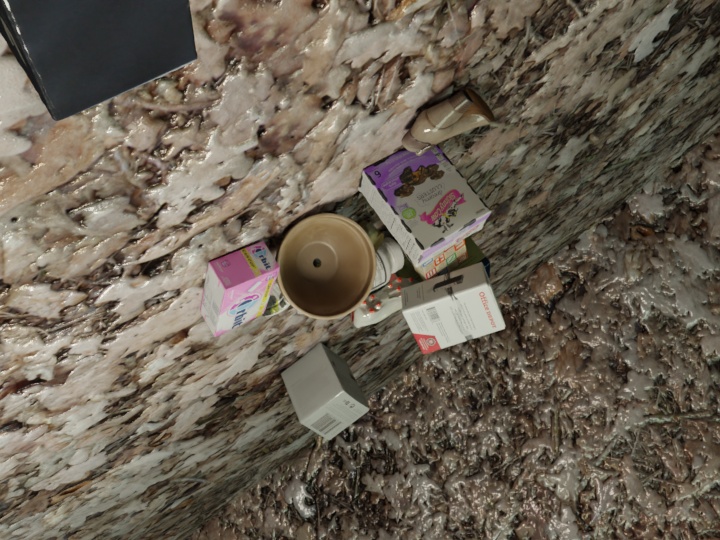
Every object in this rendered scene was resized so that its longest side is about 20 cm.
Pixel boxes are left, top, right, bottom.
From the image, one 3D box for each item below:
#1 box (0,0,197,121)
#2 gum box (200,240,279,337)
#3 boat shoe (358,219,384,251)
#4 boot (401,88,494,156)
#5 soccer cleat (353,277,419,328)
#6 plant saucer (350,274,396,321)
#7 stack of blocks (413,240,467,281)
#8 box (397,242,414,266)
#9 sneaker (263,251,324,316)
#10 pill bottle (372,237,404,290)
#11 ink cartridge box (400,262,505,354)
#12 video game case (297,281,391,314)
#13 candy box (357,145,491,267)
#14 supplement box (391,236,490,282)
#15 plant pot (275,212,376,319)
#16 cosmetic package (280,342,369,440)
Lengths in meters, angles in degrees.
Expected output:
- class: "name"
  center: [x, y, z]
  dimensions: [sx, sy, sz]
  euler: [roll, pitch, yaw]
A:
- class: "box"
  center: [-0.207, -0.243, 0.433]
  dimensions: [0.117, 0.197, 0.200]
  euler: [-30, 162, -20]
- class: "gum box"
  center: [-0.233, 0.041, 1.324]
  dimensions: [0.113, 0.066, 0.200]
  euler: [-24, 159, -30]
- class: "boat shoe"
  center: [-0.032, -0.018, 1.480]
  dimensions: [0.201, 0.063, 0.073]
  euler: [-51, 164, -8]
- class: "boot"
  center: [0.160, -0.270, 1.300]
  dimensions: [0.146, 0.071, 0.199]
  euler: [-37, 163, 24]
- class: "soccer cleat"
  center: [0.062, 0.073, 1.618]
  dimensions: [0.199, 0.069, 0.078]
  euler: [-22, 154, -35]
- class: "plant saucer"
  center: [0.045, 0.048, 1.930]
  dimensions: [0.199, 0.037, 0.200]
  euler: [-33, 161, -12]
- class: "stack of blocks"
  center: [0.164, -0.064, 1.522]
  dimensions: [0.115, 0.059, 0.200]
  euler: [-36, 148, -6]
- class: "box"
  center: [0.188, -0.090, 1.615]
  dimensions: [0.200, 0.040, 0.137]
  euler: [-41, 151, 2]
- class: "sneaker"
  center: [-0.135, 0.027, 1.465]
  dimensions: [0.200, 0.075, 0.084]
  euler: [-41, 162, 14]
- class: "pill bottle"
  center: [0.000, 0.000, 1.593]
  dimensions: [0.199, 0.111, 0.111]
  euler: [-27, 161, -27]
- class: "ink cartridge box"
  center: [0.207, 0.085, 1.558]
  dimensions: [0.198, 0.084, 0.145]
  euler: [-18, 126, 14]
- class: "video game case"
  center: [-0.028, 0.068, 1.701]
  dimensions: [0.199, 0.024, 0.181]
  euler: [-21, -169, -39]
- class: "candy box"
  center: [0.121, -0.134, 1.330]
  dimensions: [0.167, 0.201, 0.072]
  euler: [-30, 162, -21]
- class: "supplement box"
  center: [0.188, -0.020, 1.748]
  dimensions: [0.199, 0.200, 0.134]
  euler: [-36, 161, -2]
- class: "plant pot"
  center: [-0.074, -0.012, 1.360]
  dimensions: [0.200, 0.202, 0.093]
  euler: [-33, -166, -11]
- class: "cosmetic package"
  center: [-0.107, 0.363, 2.097]
  dimensions: [0.165, 0.201, 0.165]
  euler: [-37, 138, 8]
